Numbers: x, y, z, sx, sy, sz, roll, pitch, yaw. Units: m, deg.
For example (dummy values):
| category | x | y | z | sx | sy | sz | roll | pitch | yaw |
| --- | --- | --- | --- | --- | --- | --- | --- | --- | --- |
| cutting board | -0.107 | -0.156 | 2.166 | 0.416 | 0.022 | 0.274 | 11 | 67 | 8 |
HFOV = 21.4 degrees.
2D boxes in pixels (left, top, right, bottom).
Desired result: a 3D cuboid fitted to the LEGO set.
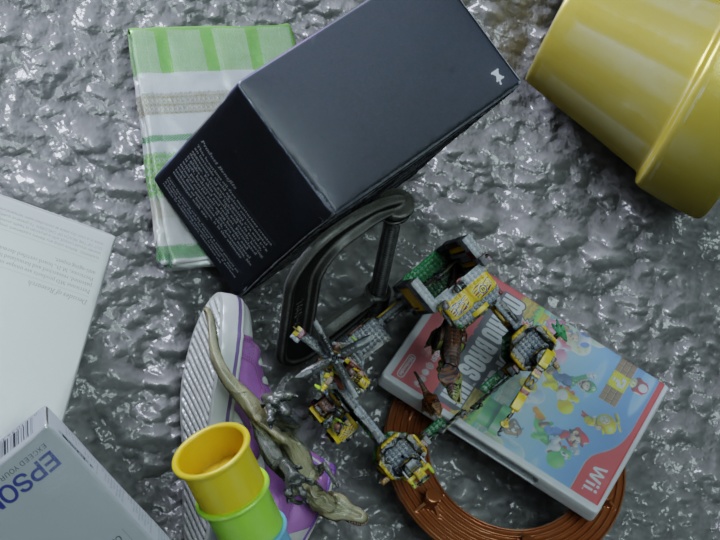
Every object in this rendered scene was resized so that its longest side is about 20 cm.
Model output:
| category | x | y | z | sx | sy | sz | roll | pitch | yaw |
| --- | --- | --- | --- | --- | --- | --- | --- | --- | --- |
| LEGO set | 0.057 | 0.066 | 1.421 | 0.200 | 0.116 | 0.154 | -31 | 92 | -7 |

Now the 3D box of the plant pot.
| category | x | y | z | sx | sy | sz | roll | pitch | yaw |
| --- | --- | --- | --- | --- | --- | --- | --- | --- | --- |
| plant pot | 0.250 | -0.173 | 1.605 | 0.188 | 0.201 | 0.201 | 27 | 66 | 4 |

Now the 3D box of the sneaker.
| category | x | y | z | sx | sy | sz | roll | pitch | yaw |
| --- | --- | --- | --- | --- | --- | --- | --- | --- | --- |
| sneaker | -0.075 | 0.119 | 1.447 | 0.114 | 0.073 | 0.201 | 4 | 85 | -26 |

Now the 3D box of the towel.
| category | x | y | z | sx | sy | sz | roll | pitch | yaw |
| --- | --- | --- | --- | --- | --- | --- | --- | --- | --- |
| towel | -0.105 | -0.099 | 1.517 | 0.149 | 0.031 | 0.201 | -3 | 75 | -26 |

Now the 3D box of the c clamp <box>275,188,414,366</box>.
| category | x | y | z | sx | sy | sz | roll | pitch | yaw |
| --- | --- | --- | --- | --- | --- | --- | --- | --- | --- |
| c clamp | 0.000 | 0.000 | 1.448 | 0.171 | 0.200 | 0.027 | -35 | 68 | -19 |

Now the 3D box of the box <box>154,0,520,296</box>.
| category | x | y | z | sx | sy | sz | roll | pitch | yaw |
| --- | --- | --- | --- | --- | --- | --- | --- | --- | --- |
| box | -0.020 | -0.105 | 1.428 | 0.200 | 0.198 | 0.123 | -36 | 90 | -30 |

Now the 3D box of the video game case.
| category | x | y | z | sx | sy | sz | roll | pitch | yaw |
| --- | --- | --- | --- | --- | --- | --- | --- | --- | --- |
| video game case | 0.132 | 0.092 | 1.524 | 0.200 | 0.017 | 0.143 | 33 | 55 | 6 |

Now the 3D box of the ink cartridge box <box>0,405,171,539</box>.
| category | x | y | z | sx | sy | sz | roll | pitch | yaw |
| --- | --- | --- | --- | --- | --- | --- | --- | --- | --- |
| ink cartridge box | -0.224 | 0.223 | 1.284 | 0.199 | 0.041 | 0.200 | -38 | 112 | 4 |

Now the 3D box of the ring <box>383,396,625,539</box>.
| category | x | y | z | sx | sy | sz | roll | pitch | yaw |
| --- | --- | --- | --- | --- | --- | --- | --- | --- | --- |
| ring | 0.117 | 0.143 | 1.509 | 0.200 | 0.019 | 0.201 | 8 | 55 | -11 |

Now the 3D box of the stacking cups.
| category | x | y | z | sx | sy | sz | roll | pitch | yaw |
| --- | --- | --- | --- | --- | --- | --- | --- | --- | --- |
| stacking cups | -0.067 | 0.204 | 1.375 | 0.060 | 0.060 | 0.200 | -41 | 121 | -27 |

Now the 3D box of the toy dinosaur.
| category | x | y | z | sx | sy | sz | roll | pitch | yaw |
| --- | --- | --- | --- | --- | --- | --- | --- | --- | --- |
| toy dinosaur | -0.058 | 0.118 | 1.370 | 0.047 | 0.088 | 0.200 | -34 | 102 | -7 |

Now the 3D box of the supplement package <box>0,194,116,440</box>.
| category | x | y | z | sx | sy | sz | roll | pitch | yaw |
| --- | --- | --- | --- | --- | --- | --- | --- | --- | --- |
| supplement package | -0.265 | 0.062 | 1.351 | 0.117 | 0.117 | 0.201 | 20 | 68 | -17 |
